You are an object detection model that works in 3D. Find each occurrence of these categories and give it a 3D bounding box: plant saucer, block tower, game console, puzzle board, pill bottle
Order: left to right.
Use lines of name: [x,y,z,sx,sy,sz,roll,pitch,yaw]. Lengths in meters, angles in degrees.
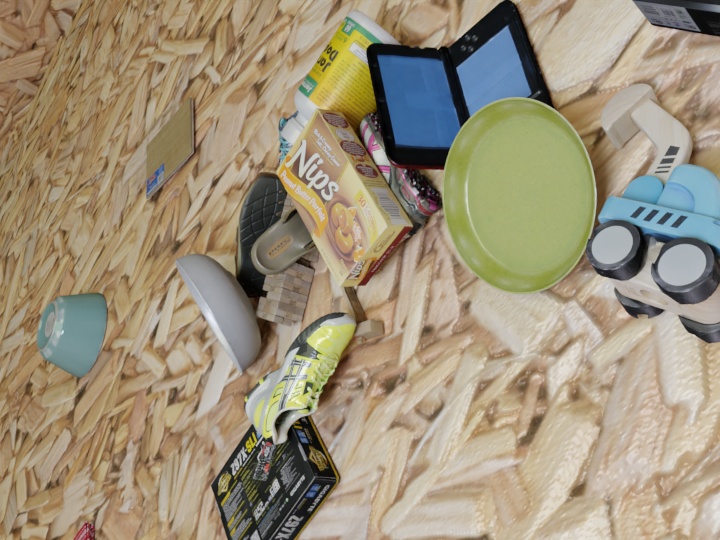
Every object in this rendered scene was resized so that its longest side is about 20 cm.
puzzle board: [-0.426,-0.271,1.512,0.198,0.017,0.154,-33,54,37]
block tower: [-0.101,-0.021,1.024,0.057,0.053,0.205,9,82,48]
pill bottle: [-0.026,-0.256,0.971,0.202,0.112,0.113,-53,44,11]
game console: [0.114,-0.230,0.813,0.171,0.117,0.205,-33,54,36]
plant saucer: [0.169,-0.078,0.718,0.198,0.031,0.206,15,110,47]

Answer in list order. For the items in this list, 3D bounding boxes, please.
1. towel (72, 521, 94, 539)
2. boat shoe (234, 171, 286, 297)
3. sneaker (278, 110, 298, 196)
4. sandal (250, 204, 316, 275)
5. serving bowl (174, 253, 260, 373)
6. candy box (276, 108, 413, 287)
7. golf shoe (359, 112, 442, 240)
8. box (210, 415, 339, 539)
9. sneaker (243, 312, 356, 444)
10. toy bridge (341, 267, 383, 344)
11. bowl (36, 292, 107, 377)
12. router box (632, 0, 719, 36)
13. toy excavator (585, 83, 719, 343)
towel: [-0.545,0.617,1.305,0.145,0.022,0.202,-51,42,25]
boat shoe: [-0.169,-0.060,1.076,0.074,0.074,0.205,-129,49,-56]
sneaker: [-0.105,-0.199,1.070,0.077,0.085,0.203,39,105,48]
sandal: [-0.077,-0.072,0.965,0.200,0.081,0.054,-43,-2,-6]
serving bowl: [-0.209,0.056,1.046,0.065,0.203,0.200,-31,39,-17]
candy box: [-0.026,-0.095,0.874,0.116,0.054,0.203,-48,59,34]
golf shoe: [0.032,-0.129,0.902,0.092,0.072,0.203,-45,47,28]
box: [-0.125,0.296,0.936,0.202,0.049,0.160,-56,40,18]
sneaker: [-0.067,0.142,0.882,0.201,0.075,0.077,-51,52,13]
toy bridge: [0.000,0.000,0.923,0.066,0.027,0.205,-21,61,44]
bowl: [-0.686,0.141,1.581,0.198,0.104,0.206,-20,62,43]
router box: [0.370,-0.291,0.600,0.199,0.052,0.160,38,104,48]
toy excavator: [0.276,-0.066,0.606,0.193,0.099,0.203,25,81,50]
